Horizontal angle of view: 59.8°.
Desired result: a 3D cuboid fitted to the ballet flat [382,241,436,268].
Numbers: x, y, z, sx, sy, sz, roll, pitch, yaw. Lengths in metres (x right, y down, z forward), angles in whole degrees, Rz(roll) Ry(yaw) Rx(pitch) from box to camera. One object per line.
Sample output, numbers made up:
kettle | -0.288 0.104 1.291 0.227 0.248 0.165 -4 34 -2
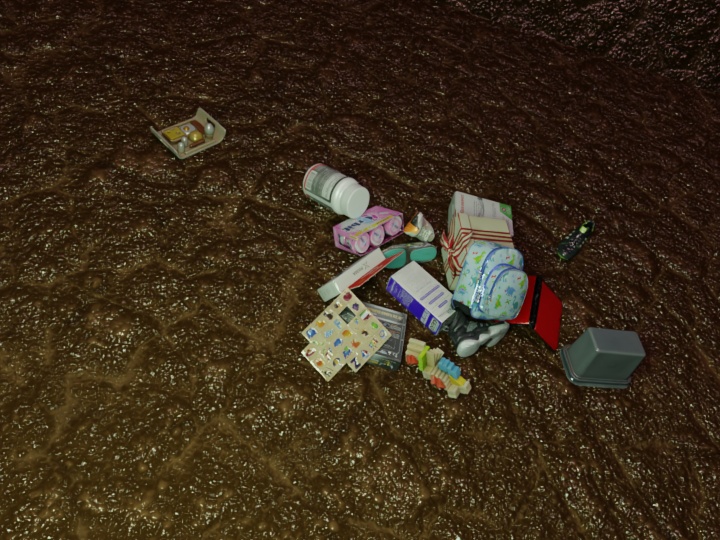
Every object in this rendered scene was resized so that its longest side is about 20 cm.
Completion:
ballet flat | 0.130 -0.049 1.869 0.196 0.073 0.073 -7 52 -23

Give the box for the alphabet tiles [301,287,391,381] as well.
alphabet tiles | -0.046 0.172 1.574 0.200 0.008 0.167 -44 85 -13

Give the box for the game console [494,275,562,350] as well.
game console | 0.499 0.124 1.855 0.169 0.120 0.202 -1 40 25

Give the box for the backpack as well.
backpack | 0.360 0.031 1.684 0.181 0.204 0.146 10 7 -40

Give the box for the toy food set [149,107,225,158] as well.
toy food set | -0.549 -0.446 1.998 0.143 0.061 0.199 40 50 18

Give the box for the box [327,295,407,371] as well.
box | 0.017 0.163 1.646 0.196 0.049 0.160 16 47 -4

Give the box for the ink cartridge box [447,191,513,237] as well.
ink cartridge box | 0.384 -0.159 2.023 0.196 0.084 0.148 15 47 -5

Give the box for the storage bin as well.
storage bin | 0.679 0.226 1.741 0.195 0.136 0.148 7 48 -13

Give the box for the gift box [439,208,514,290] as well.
gift box | 0.339 -0.066 1.853 0.182 0.202 0.187 5 43 -11

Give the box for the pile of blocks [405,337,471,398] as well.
pile of blocks | 0.192 0.254 1.598 0.198 0.083 0.062 34 48 13

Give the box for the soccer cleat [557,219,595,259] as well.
soccer cleat | 0.716 -0.106 2.082 0.067 0.082 0.199 38 50 18

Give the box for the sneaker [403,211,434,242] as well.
sneaker | 0.187 -0.124 1.886 0.092 0.076 0.200 41 14 -1

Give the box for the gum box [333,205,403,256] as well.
gum box | 0.021 -0.118 1.854 0.198 0.067 0.112 -29 35 -35

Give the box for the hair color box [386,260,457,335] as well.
hair color box | 0.181 0.075 1.766 0.199 0.065 0.109 42 50 22

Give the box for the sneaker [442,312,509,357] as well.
sneaker | 0.318 0.157 1.729 0.197 0.076 0.114 -18 53 -33

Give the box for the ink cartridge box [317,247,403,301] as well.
ink cartridge box | 0.000 0.000 1.702 0.199 0.175 0.045 -37 96 -38

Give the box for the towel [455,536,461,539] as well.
towel | 0.246 0.671 1.287 0.198 0.024 0.152 36 48 15

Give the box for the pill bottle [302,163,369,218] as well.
pill bottle | -0.073 -0.239 1.894 0.113 0.116 0.198 -29 45 -35
